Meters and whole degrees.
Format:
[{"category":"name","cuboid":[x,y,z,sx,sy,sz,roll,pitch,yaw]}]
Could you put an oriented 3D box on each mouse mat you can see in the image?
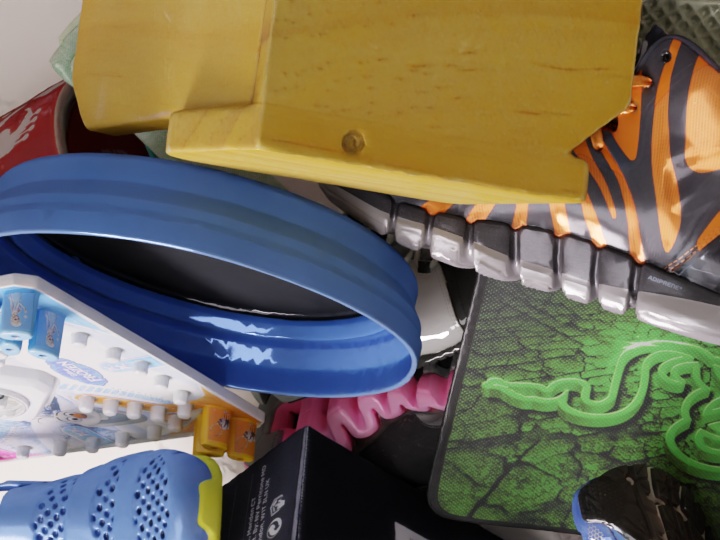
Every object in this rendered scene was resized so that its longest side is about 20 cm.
[{"category":"mouse mat","cuboid":[0.139,0.062,0.832,0.198,0.008,0.162,7,120,-6]}]

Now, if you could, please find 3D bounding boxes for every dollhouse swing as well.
[{"category":"dollhouse swing","cuboid":[-0.005,-0.131,0.723,0.180,0.176,0.202,8,85,-18]}]

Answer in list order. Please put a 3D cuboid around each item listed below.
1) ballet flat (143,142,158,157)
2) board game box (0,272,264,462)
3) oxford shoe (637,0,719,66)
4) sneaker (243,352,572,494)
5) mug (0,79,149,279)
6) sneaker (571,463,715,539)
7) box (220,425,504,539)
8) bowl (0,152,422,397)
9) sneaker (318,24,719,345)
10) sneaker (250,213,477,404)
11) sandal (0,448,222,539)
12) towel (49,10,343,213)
[{"category":"ballet flat","cuboid":[-0.086,-0.113,0.866,0.071,0.069,0.201,-19,101,29]},{"category":"board game box","cuboid":[-0.177,0.062,0.852,0.198,0.026,0.200,-10,155,25]},{"category":"oxford shoe","cuboid":[0.114,-0.105,0.772,0.198,0.058,0.076,15,110,12]},{"category":"sneaker","cuboid":[0.039,0.075,0.907,0.199,0.079,0.095,-24,123,34]},{"category":"mug","cuboid":[-0.190,0.002,0.913,0.199,0.178,0.134,-27,109,29]},{"category":"sneaker","cuboid":[0.133,0.169,0.853,0.088,0.079,0.201,-18,131,15]},{"category":"box","cuboid":[-0.019,0.207,0.919,0.196,0.118,0.200,33,129,-26]},{"category":"bowl","cuboid":[-0.069,0.005,0.775,0.199,0.040,0.201,11,162,4]},{"category":"sneaker","cuboid":[0.086,-0.049,0.735,0.198,0.078,0.113,16,98,12]},{"category":"sneaker","cuboid":[0.000,0.000,0.866,0.199,0.074,0.089,-22,118,32]},{"category":"sandal","cuboid":[-0.140,0.130,0.878,0.087,0.080,0.199,19,150,-36]},{"category":"towel","cuboid":[-0.026,-0.121,0.817,0.152,0.023,0.200,41,103,-1]}]
